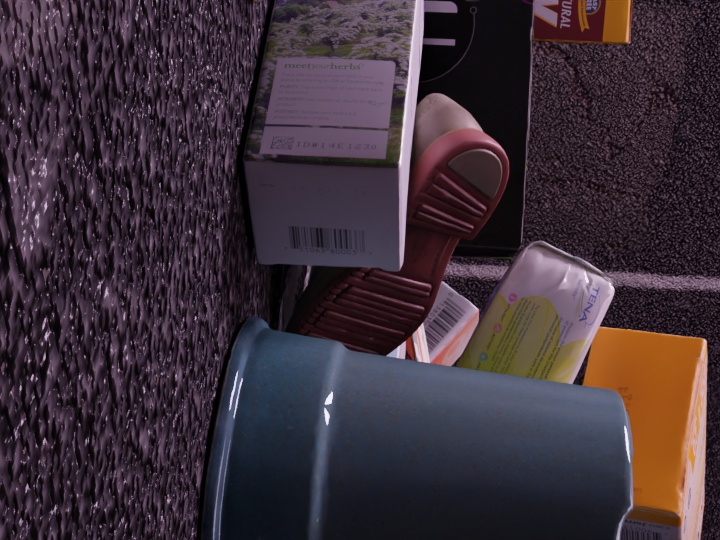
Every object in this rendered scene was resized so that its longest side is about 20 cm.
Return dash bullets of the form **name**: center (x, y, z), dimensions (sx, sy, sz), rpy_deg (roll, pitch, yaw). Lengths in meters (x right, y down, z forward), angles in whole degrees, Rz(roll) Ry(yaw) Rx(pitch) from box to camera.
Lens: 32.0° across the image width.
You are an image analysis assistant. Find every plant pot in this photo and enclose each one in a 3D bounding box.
- **plant pot**: center (0.032, 0.129, 0.638), dimensions (0.200, 0.194, 0.202), rpy_deg (3, 90, -85)

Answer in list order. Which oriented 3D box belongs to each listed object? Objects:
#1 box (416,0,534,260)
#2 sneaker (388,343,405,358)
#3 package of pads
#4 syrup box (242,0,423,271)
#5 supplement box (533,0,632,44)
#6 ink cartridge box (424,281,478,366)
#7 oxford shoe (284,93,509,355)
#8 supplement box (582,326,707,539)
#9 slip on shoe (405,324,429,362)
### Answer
- **box**: center (0.039, -0.112, 0.835), dimensions (0.124, 0.147, 0.202), rpy_deg (31, 62, -84)
- **sneaker**: center (0.000, 0.000, 0.929), dimensions (0.082, 0.073, 0.202), rpy_deg (17, 68, -73)
- **package of pads**: center (0.086, 0.085, 0.812), dimensions (0.201, 0.068, 0.155), rpy_deg (-63, 176, -4)
- **syrup box**: center (-0.009, -0.103, 0.679), dimensions (0.082, 0.078, 0.201), rpy_deg (87, 7, -51)
- **supplement box**: center (0.098, -0.253, 1.003), dimensions (0.200, 0.195, 0.134), rpy_deg (-121, -147, -78)
- **ink cartridge box**: center (0.040, 0.116, 1.133), dimensions (0.162, 0.050, 0.200), rpy_deg (-47, 158, -15)
- **oxford shoe**: center (0.012, -0.014, 0.750), dimensions (0.200, 0.070, 0.075), rpy_deg (-51, -140, 21)
- **supplement box**: center (0.181, 0.148, 0.808), dimensions (0.201, 0.073, 0.127), rpy_deg (73, 30, -49)
- **slip on shoe**: center (0.006, 0.011, 0.998), dimensions (0.074, 0.061, 0.202), rpy_deg (167, -89, -71)
